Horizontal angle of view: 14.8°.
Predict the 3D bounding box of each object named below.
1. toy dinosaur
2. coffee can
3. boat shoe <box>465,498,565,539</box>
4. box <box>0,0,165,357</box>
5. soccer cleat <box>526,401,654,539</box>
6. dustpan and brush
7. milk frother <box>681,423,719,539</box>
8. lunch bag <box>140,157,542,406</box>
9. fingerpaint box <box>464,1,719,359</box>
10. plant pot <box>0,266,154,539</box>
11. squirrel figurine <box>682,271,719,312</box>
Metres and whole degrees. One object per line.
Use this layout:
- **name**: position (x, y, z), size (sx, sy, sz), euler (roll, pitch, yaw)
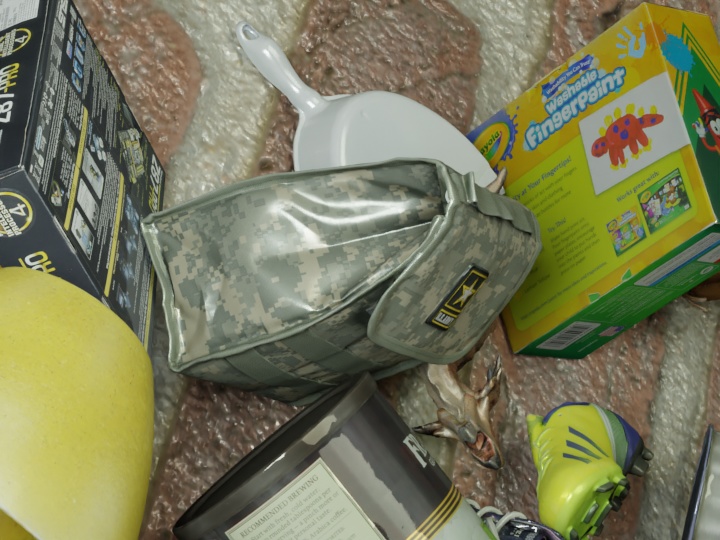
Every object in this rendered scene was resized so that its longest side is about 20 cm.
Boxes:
- **toy dinosaur**: position (0.060, 0.032, 1.783), size (0.136, 0.086, 0.200), euler (47, 46, -24)
- **coffee can**: position (0.008, 0.181, 1.607), size (0.200, 0.146, 0.146), euler (52, 41, -3)
- **boat shoe**: position (0.065, 0.162, 1.711), size (0.200, 0.093, 0.075), euler (44, 42, -11)
- **box**: position (-0.166, -0.052, 1.592), size (0.201, 0.049, 0.162), euler (-91, 157, -52)
- **soccer cleat**: position (0.134, 0.127, 1.790), size (0.084, 0.065, 0.200), euler (35, 14, 8)
- **dustpan and brush**: position (-0.010, -0.092, 1.854), size (0.200, 0.057, 0.140), euler (54, 53, -10)
- **milk frother**: position (0.308, 0.209, 1.890), size (0.187, 0.201, 0.181), euler (13, 18, 6)
- **lunch bag**: position (0.000, 0.000, 1.641), size (0.164, 0.199, 0.118), euler (22, 52, -66)
- **fingerpaint box**: position (0.171, -0.058, 1.879), size (0.073, 0.200, 0.168), euler (6, 59, -42)
- **plant pot**: position (-0.185, 0.083, 1.426), size (0.200, 0.200, 0.142), euler (40, 60, -16)
- **squirrel figurine**: position (0.293, -0.052, 1.987), size (0.186, 0.199, 0.142), euler (-19, 83, -60)
